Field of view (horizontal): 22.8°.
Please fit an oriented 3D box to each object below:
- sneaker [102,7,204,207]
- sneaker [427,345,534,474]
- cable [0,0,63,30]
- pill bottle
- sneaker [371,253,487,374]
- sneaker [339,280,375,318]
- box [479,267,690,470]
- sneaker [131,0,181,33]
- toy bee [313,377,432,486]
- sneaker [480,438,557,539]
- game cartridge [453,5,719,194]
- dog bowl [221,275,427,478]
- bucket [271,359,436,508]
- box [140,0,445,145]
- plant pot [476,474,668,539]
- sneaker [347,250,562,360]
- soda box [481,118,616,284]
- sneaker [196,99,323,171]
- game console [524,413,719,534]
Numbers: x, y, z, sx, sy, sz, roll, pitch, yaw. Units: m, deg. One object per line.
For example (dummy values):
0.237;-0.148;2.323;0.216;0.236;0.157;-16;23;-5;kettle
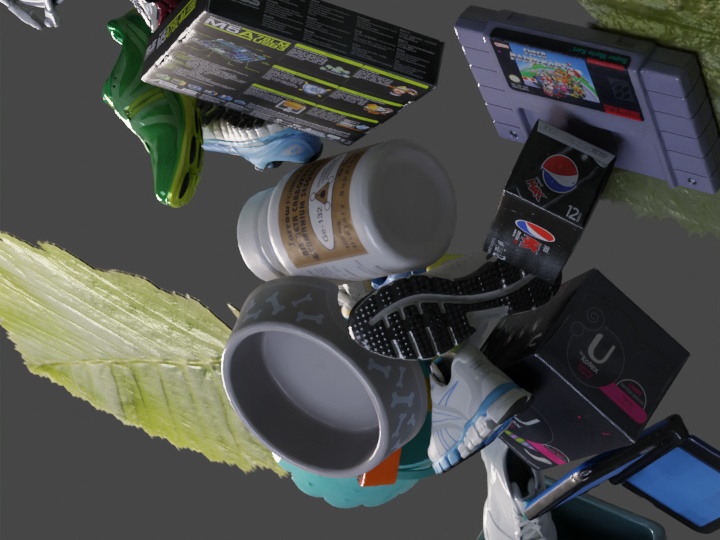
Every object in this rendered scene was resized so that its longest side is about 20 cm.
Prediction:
-0.187;-0.145;1.607;0.083;0.202;0.074;-11;158;1;sneaker
0.092;0.118;1.601;0.087;0.075;0.200;52;155;11;sneaker
-0.327;-0.326;1.609;0.199;0.069;0.200;38;157;-1;cable
-0.018;-0.045;1.601;0.199;0.115;0.114;-12;129;49;pill bottle
0.066;0.033;1.727;0.105;0.076;0.201;30;150;17;sneaker
0.000;0.000;1.743;0.076;0.081;0.200;10;143;51;sneaker
0.185;0.095;1.619;0.122;0.106;0.200;40;157;-6;box
-0.162;-0.247;1.528;0.075;0.080;0.201;57;178;43;sneaker
0.028;0.103;1.710;0.130;0.201;0.109;17;-149;-31;toy bee
0.167;0.244;1.856;0.088;0.075;0.202;-147;44;-77;sneaker
0.168;-0.127;1.317;0.199;0.039;0.130;19;156;37;game cartridge
-0.039;0.103;1.620;0.199;0.059;0.201;19;134;21;dog bowl
0.009;0.137;1.850;0.207;0.208;0.135;37;153;-1;bucket
-0.060;-0.170;1.452;0.198;0.048;0.193;16;162;-18;box
0.239;0.373;1.982;0.195;0.197;0.200;20;160;35;plant pot
0.077;0.029;1.562;0.080;0.198;0.074;179;77;-69;sneaker
0.145;-0.050;1.396;0.070;0.064;0.200;26;169;5;soda box
-0.112;-0.124;1.675;0.199;0.079;0.090;9;148;49;sneaker
0.277;0.225;1.736;0.119;0.170;0.200;60;161;12;game console
